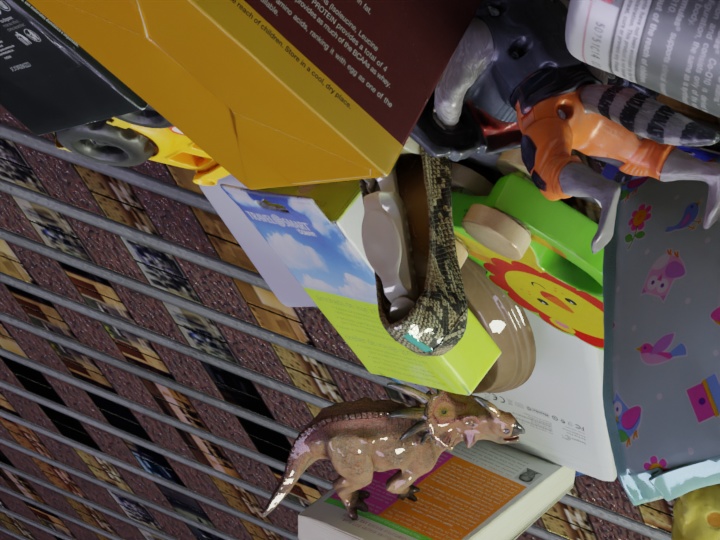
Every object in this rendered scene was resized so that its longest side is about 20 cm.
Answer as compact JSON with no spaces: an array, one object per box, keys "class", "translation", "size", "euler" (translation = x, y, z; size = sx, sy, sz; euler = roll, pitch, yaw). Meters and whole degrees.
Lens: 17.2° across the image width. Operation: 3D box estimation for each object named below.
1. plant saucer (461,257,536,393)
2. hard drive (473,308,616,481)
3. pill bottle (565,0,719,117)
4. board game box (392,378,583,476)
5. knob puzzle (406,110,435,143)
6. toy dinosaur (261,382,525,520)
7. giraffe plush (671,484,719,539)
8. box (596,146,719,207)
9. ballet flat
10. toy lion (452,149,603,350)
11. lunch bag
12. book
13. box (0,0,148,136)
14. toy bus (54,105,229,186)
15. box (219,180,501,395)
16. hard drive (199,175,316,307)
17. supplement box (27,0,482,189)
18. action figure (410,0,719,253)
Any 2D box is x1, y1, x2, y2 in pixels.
[{"class":"plant saucer","translation":[0.049,0.020,1.804],"size":[0.200,0.029,0.201],"euler":[36,152,22]},{"class":"hard drive","translation":[0.134,0.076,1.842],"size":[0.131,0.027,0.201],"euler":[19,146,26]},{"class":"pill bottle","translation":[0.213,-0.124,1.188],"size":[0.199,0.114,0.114],"euler":[24,160,15]},{"class":"board game box","translation":[0.113,0.105,1.990],"size":[0.199,0.034,0.134],"euler":[35,159,-15]},{"class":"knob puzzle","translation":[0.009,-0.086,1.432],"size":[0.218,0.031,0.220],"euler":[-6,180,0]},{"class":"toy dinosaur","translation":[0.014,0.121,1.791],"size":[0.198,0.086,0.136],"euler":[-14,158,-8]},{"class":"giraffe plush","translation":[0.288,0.266,1.944],"size":[0.172,0.163,0.200],"euler":[12,155,39]},{"class":"box","translation":[0.234,-0.013,1.535],"size":[0.118,0.042,0.200],"euler":[10,155,43]},{"class":"ballet flat","translation":[0.026,-0.043,1.536],"size":[0.068,0.201,0.075],"euler":[-24,150,29]},{"class":"toy lion","translation":[0.137,-0.001,1.631],"size":[0.191,0.069,0.200],"euler":[33,168,-11]},{"class":"lunch bag","translation":[0.228,0.034,1.359],"size":[0.169,0.201,0.122],"euler":[-18,137,32]},{"class":"book","translation":[0.062,0.179,1.890],"size":[0.133,0.200,0.048],"euler":[24,129,31]},{"class":"box","translation":[-0.152,-0.199,1.378],"size":[0.124,0.201,0.148],"euler":[40,158,-24]},{"class":"toy bus","translation":[-0.091,-0.129,1.591],"size":[0.191,0.137,0.200],"euler":[22,160,-19]},{"class":"box","translation":[0.000,0.000,1.680],"size":[0.122,0.048,0.200],"euler":[10,144,54]},{"class":"hard drive","translation":[-0.035,-0.030,1.796],"size":[0.132,0.026,0.199],"euler":[56,154,-18]},{"class":"supplement box","translation":[-0.044,-0.183,1.268],"size":[0.197,0.201,0.132],"euler":[40,156,-28]},{"class":"action figure","translation":[0.126,-0.104,1.299],"size":[0.194,0.199,0.105],"euler":[49,139,25]}]
